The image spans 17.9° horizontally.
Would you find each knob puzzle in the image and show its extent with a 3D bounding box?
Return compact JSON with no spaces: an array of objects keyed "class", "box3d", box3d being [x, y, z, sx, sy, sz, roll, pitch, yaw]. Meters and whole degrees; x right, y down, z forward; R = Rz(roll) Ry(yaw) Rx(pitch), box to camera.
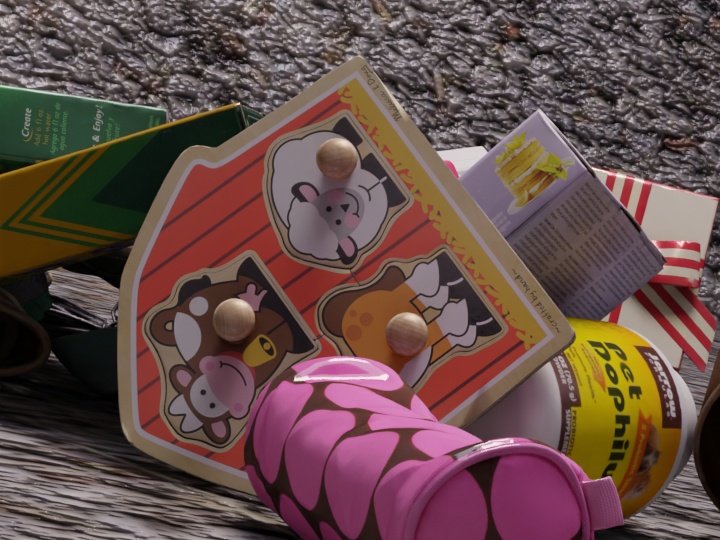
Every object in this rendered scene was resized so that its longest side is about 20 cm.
[{"class":"knob puzzle","box3d":[-0.030,0.020,1.077,0.218,0.221,0.030,13,-11,8]}]

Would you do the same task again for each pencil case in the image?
[{"class":"pencil case","box3d":[0.023,0.088,0.943,0.093,0.091,0.200,-25,19,-17]}]

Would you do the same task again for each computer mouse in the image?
[{"class":"computer mouse","box3d":[-0.155,0.033,1.543,0.140,0.046,0.200,18,16,6]}]

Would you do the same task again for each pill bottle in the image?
[{"class":"pill bottle","box3d":[0.097,0.078,1.179,0.109,0.110,0.200,15,4,33]}]

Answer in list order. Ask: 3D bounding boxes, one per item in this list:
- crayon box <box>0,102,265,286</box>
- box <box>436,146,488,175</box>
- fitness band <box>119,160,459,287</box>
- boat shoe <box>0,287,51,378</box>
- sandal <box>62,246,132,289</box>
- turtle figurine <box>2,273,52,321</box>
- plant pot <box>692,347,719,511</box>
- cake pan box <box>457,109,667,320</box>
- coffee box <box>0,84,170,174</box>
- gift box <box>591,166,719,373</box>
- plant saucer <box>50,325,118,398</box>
[{"class":"crayon box","box3d":[-0.143,-0.032,1.185,0.199,0.052,0.126,-16,0,4]},{"class":"box","box3d":[0.000,0.000,1.447,0.199,0.113,0.101,-6,27,-16]},{"class":"fitness band","box3d":[-0.035,-0.018,1.197,0.199,0.038,0.143,-16,-6,-40]},{"class":"boat shoe","box3d":[-0.255,0.015,1.195,0.199,0.072,0.064,12,2,-35]},{"class":"sandal","box3d":[-0.142,-0.020,1.365,0.199,0.055,0.082,18,-16,41]},{"class":"turtle figurine","box3d":[-0.261,-0.003,1.319,0.149,0.101,0.200,18,-3,17]},{"class":"plant pot","box3d":[0.287,0.032,1.272,0.186,0.188,0.201,13,45,3]},{"class":"cake pan box","box3d":[0.066,0.017,1.227,0.052,0.184,0.200,54,8,23]},{"class":"coffee box","box3d":[-0.220,-0.079,1.283,0.199,0.044,0.123,7,-4,-24]},{"class":"gift box","box3d":[0.226,0.020,2.072,0.183,0.201,0.187,9,-12,3]},{"class":"plant saucer","box3d":[-0.074,0.045,1.278,0.199,0.036,0.200,-8,-4,-1]}]
